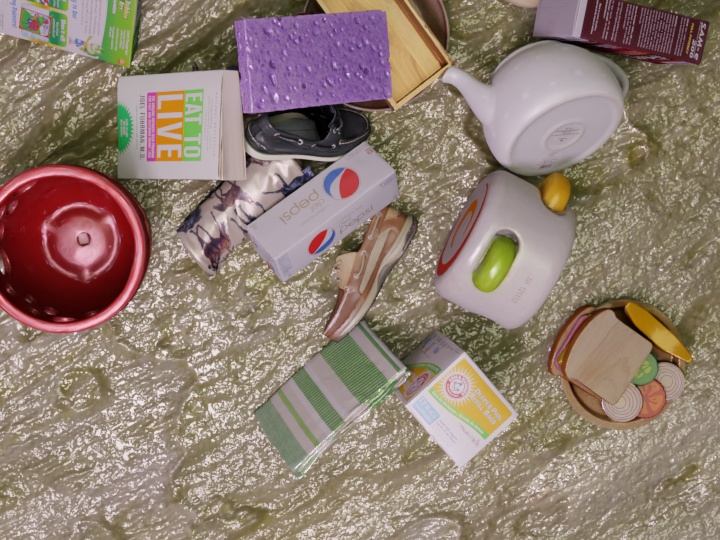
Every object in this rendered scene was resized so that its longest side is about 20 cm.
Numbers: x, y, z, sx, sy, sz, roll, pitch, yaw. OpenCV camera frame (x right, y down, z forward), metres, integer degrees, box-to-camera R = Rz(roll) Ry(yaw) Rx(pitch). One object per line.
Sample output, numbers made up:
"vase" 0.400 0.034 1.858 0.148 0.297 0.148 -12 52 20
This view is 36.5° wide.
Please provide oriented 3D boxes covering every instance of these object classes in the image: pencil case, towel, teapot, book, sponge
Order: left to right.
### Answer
"book" -0.230 -0.181 1.373 0.048 0.199 0.135 -6 97 -50
"pencil case" -0.153 -0.083 1.432 0.200 0.078 0.089 -44 110 -1
"sponge" -0.054 -0.259 1.345 0.199 0.030 0.112 -11 101 -28
"towel" -0.040 0.164 1.442 0.200 0.153 0.023 -43 128 -1
"teapot" 0.242 -0.231 1.432 0.197 0.200 0.147 -32 60 18

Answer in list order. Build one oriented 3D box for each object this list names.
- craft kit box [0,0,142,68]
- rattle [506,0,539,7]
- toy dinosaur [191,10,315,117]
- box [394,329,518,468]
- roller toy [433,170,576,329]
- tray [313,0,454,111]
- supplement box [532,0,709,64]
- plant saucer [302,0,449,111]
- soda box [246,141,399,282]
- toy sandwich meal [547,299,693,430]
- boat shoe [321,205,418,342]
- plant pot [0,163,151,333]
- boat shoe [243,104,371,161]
"craft kit box" -0.365 -0.353 1.332 0.196 0.200 0.049 17 55 -6
"rattle" 0.201 -0.405 1.416 0.199 0.143 0.131 3 115 -13
"toy dinosaur" -0.127 -0.261 1.419 0.180 0.105 0.201 -12 130 -1
"box" 0.114 0.162 1.425 0.101 0.200 0.113 -42 98 -1
"roller toy" 0.194 -0.026 1.426 0.139 0.183 0.201 27 62 -7
"tray" 0.024 -0.318 1.416 0.098 0.037 0.200 -37 98 -2
"supplement box" 0.340 -0.316 1.429 0.199 0.109 0.061 6 99 -21
"plant saucer" 0.018 -0.312 1.452 0.199 0.037 0.202 -1 95 -6
"soda box" -0.047 -0.078 1.422 0.200 0.064 0.068 -37 63 -12
"toy sandwich meal" 0.366 0.130 1.516 0.204 0.070 0.207 -1 96 -6
"boat shoe" 0.000 0.000 1.466 0.074 0.076 0.201 32 83 -3
"plant pot" -0.360 -0.033 1.361 0.199 0.182 0.202 -1 96 -7
"boat shoe" -0.057 -0.188 1.398 0.198 0.066 0.075 -5 63 -35
